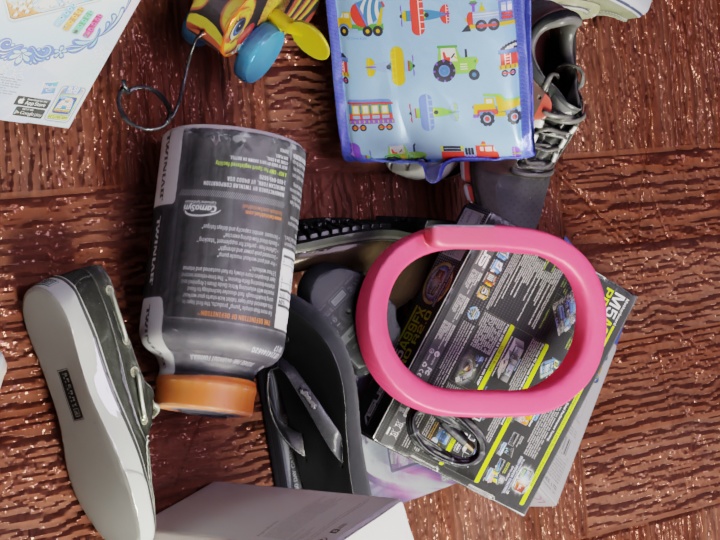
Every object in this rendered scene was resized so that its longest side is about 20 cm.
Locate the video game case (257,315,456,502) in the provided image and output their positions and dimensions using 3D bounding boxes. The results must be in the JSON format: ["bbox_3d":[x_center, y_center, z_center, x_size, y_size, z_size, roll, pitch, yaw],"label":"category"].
[{"bbox_3d":[0.006,0.118,1.677,0.200,0.019,0.143,-15,98,-44],"label":"video game case"}]

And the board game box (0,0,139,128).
[{"bbox_3d":[-0.230,-0.189,1.361,0.200,0.199,0.043,6,39,-44],"label":"board game box"}]

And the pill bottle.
[{"bbox_3d":[-0.101,0.004,1.518,0.106,0.106,0.200,14,78,-42],"label":"pill bottle"}]

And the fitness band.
[{"bbox_3d":[0.091,0.038,1.597,0.200,0.037,0.144,3,89,-24],"label":"fitness band"}]

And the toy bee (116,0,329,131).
[{"bbox_3d":[-0.081,-0.184,1.529,0.131,0.109,0.200,22,43,-3],"label":"toy bee"}]

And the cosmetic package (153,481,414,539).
[{"bbox_3d":[-0.053,0.215,1.488,0.085,0.200,0.108,-29,110,-39],"label":"cosmetic package"}]

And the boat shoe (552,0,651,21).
[{"bbox_3d":[0.167,-0.241,1.824,0.200,0.072,0.062,13,104,-39],"label":"boat shoe"}]

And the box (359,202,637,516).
[{"bbox_3d":[0.106,0.071,1.671,0.160,0.044,0.200,28,89,-29],"label":"box"}]

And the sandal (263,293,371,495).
[{"bbox_3d":[-0.035,0.112,1.573,0.043,0.076,0.201,-25,105,-40],"label":"sandal"}]

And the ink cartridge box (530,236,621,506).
[{"bbox_3d":[0.154,0.084,1.797,0.119,0.042,0.200,49,55,-34],"label":"ink cartridge box"}]

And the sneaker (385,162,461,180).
[{"bbox_3d":[0.088,-0.170,1.726,0.129,0.079,0.200,4,86,-45],"label":"sneaker"}]

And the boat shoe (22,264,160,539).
[{"bbox_3d":[-0.170,0.095,1.472,0.064,0.071,0.200,-23,102,-41],"label":"boat shoe"}]

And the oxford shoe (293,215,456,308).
[{"bbox_3d":[0.000,0.000,1.641,0.200,0.073,0.085,1,96,-41],"label":"oxford shoe"}]

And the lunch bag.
[{"bbox_3d":[0.055,-0.165,1.621,0.094,0.150,0.200,-42,130,-76],"label":"lunch bag"}]

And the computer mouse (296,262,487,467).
[{"bbox_3d":[0.023,0.073,1.601,0.059,0.034,0.200,-43,104,-17],"label":"computer mouse"}]

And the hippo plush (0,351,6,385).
[{"bbox_3d":[-0.325,0.014,1.306,0.200,0.159,0.161,36,33,-53],"label":"hippo plush"}]

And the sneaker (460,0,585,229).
[{"bbox_3d":[0.134,-0.115,1.666,0.077,0.082,0.200,-4,102,-36],"label":"sneaker"}]
